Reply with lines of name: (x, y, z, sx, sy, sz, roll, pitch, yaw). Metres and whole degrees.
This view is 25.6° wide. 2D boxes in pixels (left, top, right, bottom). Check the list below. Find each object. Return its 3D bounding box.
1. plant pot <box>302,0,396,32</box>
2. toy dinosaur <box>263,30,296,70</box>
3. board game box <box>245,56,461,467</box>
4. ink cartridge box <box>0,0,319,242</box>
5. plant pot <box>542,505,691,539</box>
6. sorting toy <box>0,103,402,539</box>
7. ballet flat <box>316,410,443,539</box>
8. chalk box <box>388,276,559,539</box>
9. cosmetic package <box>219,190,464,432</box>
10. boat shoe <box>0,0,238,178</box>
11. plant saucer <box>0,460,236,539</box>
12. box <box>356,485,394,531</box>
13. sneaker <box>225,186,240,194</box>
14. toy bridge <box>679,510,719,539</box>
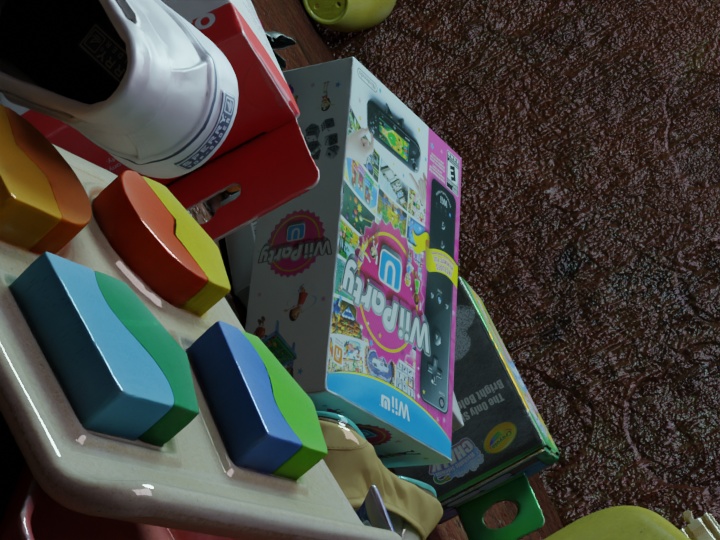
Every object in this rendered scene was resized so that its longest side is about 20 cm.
plant pot: (-0.041, -0.557, 3.149, 0.201, 0.199, 0.142, 61, 32, -11)
toy dinosaur: (-0.129, -0.136, 0.930, 0.135, 0.103, 0.200, 40, 14, 16)
board game box: (0.000, 0.000, 0.935, 0.147, 0.064, 0.202, 35, 54, -52)
ink cartridge box: (-0.105, -0.101, 0.725, 0.067, 0.115, 0.201, 55, 9, -53)
plant pot: (0.141, 0.257, 0.959, 0.197, 0.193, 0.200, 60, 0, -18)
sorting toy: (-0.076, 0.010, 0.525, 0.200, 0.036, 0.185, 51, 12, 28)
ballet flat: (-0.003, 0.137, 0.894, 0.200, 0.068, 0.064, 48, 43, -60)
chalk box: (0.081, 0.129, 1.289, 0.201, 0.124, 0.124, 65, 7, 14)
cosmetic package: (-0.012, 0.032, 1.085, 0.200, 0.090, 0.107, 53, 12, -38)
boat shoe: (-0.126, -0.105, 0.559, 0.199, 0.074, 0.065, 32, 2, 29)
plant saucer: (-0.057, 0.126, 0.517, 0.201, 0.036, 0.200, 61, 7, -16)
box: (0.026, 0.201, 0.686, 0.201, 0.047, 0.122, 64, -12, 12)
sneaker: (-0.085, -0.091, 1.163, 0.200, 0.069, 0.091, -14, 91, -84)
toy bridge: (0.241, 0.215, 0.899, 0.201, 0.027, 0.067, 56, -4, 34)
